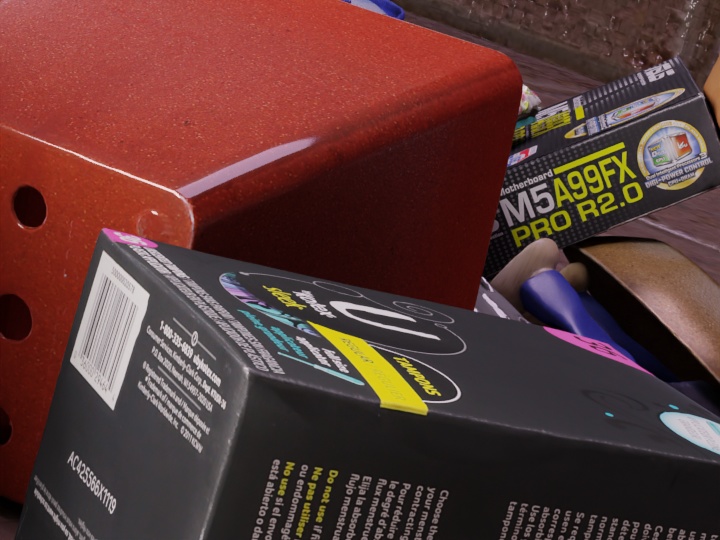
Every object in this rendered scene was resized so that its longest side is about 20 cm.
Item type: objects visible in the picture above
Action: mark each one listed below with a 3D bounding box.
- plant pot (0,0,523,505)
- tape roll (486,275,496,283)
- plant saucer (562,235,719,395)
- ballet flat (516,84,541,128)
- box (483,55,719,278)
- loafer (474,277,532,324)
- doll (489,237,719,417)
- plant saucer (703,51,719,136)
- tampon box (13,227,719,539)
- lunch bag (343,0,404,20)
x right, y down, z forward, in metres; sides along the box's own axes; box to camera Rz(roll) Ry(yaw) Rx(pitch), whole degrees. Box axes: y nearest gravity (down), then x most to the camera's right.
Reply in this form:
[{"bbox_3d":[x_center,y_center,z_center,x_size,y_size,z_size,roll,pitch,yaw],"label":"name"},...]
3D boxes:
[{"bbox_3d":[-0.081,0.000,1.066,0.199,0.201,0.176,20,21,24],"label":"plant pot"},{"bbox_3d":[0.015,0.030,1.379,0.199,0.066,0.200,17,9,-3],"label":"tape roll"},{"bbox_3d":[0.173,0.050,1.307,0.200,0.035,0.200,47,-2,2],"label":"plant saucer"},{"bbox_3d":[0.001,-0.060,1.305,0.200,0.064,0.076,-29,8,-33],"label":"ballet flat"},{"bbox_3d":[0.093,-0.047,1.361,0.160,0.044,0.200,-22,8,7],"label":"box"},{"bbox_3d":[0.075,0.062,1.139,0.200,0.070,0.070,46,45,16],"label":"loafer"},{"bbox_3d":[0.140,0.072,1.226,0.200,0.048,0.136,49,9,30],"label":"doll"},{"bbox_3d":[0.201,-0.017,1.302,0.037,0.201,0.200,-19,8,6],"label":"plant saucer"},{"bbox_3d":[0.012,0.083,0.896,0.199,0.127,0.150,12,11,-26],"label":"tampon box"},{"bbox_3d":[-0.048,-0.086,1.603,0.123,0.171,0.200,8,13,-25],"label":"lunch bag"}]
